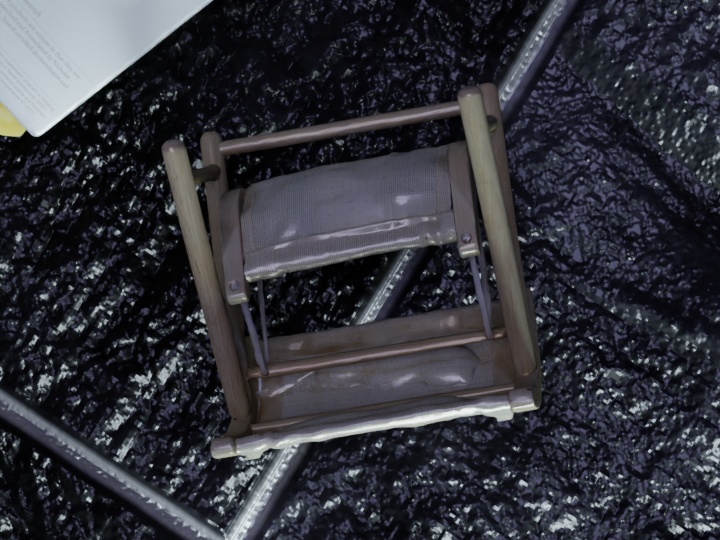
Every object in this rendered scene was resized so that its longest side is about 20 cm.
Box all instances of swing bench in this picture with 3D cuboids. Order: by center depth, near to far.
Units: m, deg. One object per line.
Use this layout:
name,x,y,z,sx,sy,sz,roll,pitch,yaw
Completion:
swing bench,0.000,0.000,1.218,0.198,0.130,0.201,-9,95,9

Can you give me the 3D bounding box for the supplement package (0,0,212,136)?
supplement package,-0.165,-0.203,1.226,0.200,0.117,0.117,-36,120,9

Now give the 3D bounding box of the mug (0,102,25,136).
mug,-0.316,-0.147,1.256,0.185,0.153,0.150,-9,89,10
